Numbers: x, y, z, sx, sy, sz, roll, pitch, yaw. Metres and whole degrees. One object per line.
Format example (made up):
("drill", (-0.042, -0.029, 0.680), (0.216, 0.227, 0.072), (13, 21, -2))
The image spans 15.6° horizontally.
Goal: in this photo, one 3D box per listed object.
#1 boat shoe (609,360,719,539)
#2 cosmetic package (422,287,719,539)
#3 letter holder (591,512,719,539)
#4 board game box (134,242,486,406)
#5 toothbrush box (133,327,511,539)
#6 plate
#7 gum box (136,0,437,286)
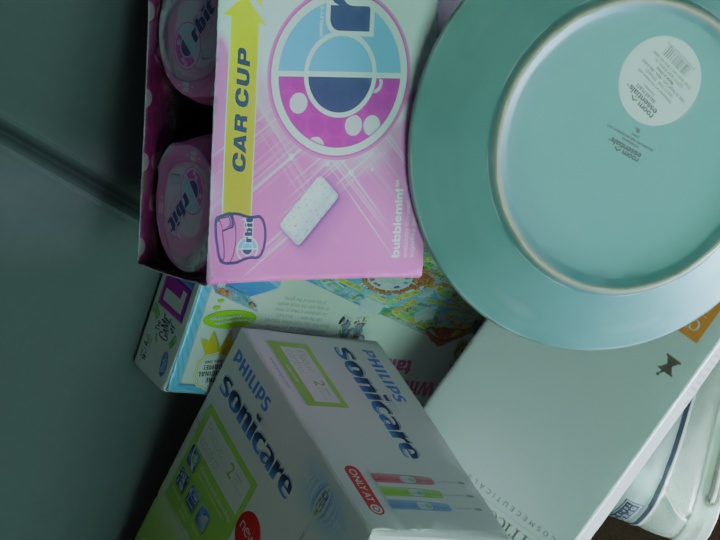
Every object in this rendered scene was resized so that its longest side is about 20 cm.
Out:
("boat shoe", (0.185, 0.047, 1.361), (0.070, 0.071, 0.201), (26, 66, -13))
("cosmetic package", (0.111, 0.043, 1.277), (0.200, 0.101, 0.071), (-55, 169, 3))
("letter holder", (0.175, 0.213, 1.389), (0.101, 0.142, 0.201), (36, 72, -65))
("board game box", (0.000, 0.000, 1.280), (0.200, 0.034, 0.135), (8, 109, -36))
("toothbrush box", (-0.034, 0.151, 1.239), (0.086, 0.146, 0.200), (8, 124, -37))
("plate", (0.117, -0.058, 1.180), (0.199, 0.026, 0.201), (-5, 106, -18))
("gum box", (-0.030, -0.098, 1.157), (0.113, 0.066, 0.201), (-2, 98, -34))
